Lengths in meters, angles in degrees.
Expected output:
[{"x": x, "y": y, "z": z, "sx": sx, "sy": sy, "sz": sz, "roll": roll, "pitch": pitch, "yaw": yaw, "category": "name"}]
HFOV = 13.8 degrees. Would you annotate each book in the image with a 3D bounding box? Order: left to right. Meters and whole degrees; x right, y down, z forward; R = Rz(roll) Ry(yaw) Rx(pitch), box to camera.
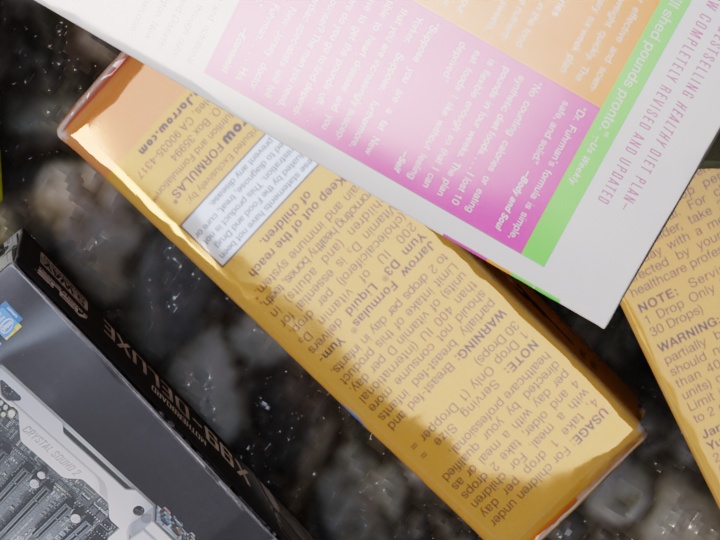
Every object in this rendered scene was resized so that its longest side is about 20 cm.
[{"x": 0.015, "y": -0.090, "z": 0.832, "sx": 0.200, "sy": 0.048, "sz": 0.134, "roll": 31, "pitch": 104, "yaw": 5, "category": "book"}]

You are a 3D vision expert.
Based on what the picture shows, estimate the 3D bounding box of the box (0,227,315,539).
[{"x": -0.132, "y": 0.110, "z": 0.974, "sx": 0.200, "sy": 0.050, "sz": 0.158, "roll": -40, "pitch": 103, "yaw": 8, "category": "box"}]

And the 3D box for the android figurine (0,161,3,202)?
[{"x": -0.208, "y": -0.058, "z": 0.982, "sx": 0.182, "sy": 0.041, "sz": 0.200, "roll": 0, "pitch": 98, "yaw": 5, "category": "android figurine"}]

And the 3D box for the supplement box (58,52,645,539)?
[{"x": 0.000, "y": 0.000, "z": 0.948, "sx": 0.200, "sy": 0.067, "sz": 0.069, "roll": 42, "pitch": 98, "yaw": 0, "category": "supplement box"}]

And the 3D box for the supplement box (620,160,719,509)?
[{"x": 0.136, "y": 0.045, "z": 0.949, "sx": 0.069, "sy": 0.067, "sz": 0.200, "roll": -28, "pitch": 94, "yaw": 7, "category": "supplement box"}]

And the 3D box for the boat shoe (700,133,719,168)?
[{"x": 0.083, "y": -0.071, "z": 0.892, "sx": 0.200, "sy": 0.075, "sz": 0.069, "roll": 11, "pitch": 70, "yaw": 8, "category": "boat shoe"}]
